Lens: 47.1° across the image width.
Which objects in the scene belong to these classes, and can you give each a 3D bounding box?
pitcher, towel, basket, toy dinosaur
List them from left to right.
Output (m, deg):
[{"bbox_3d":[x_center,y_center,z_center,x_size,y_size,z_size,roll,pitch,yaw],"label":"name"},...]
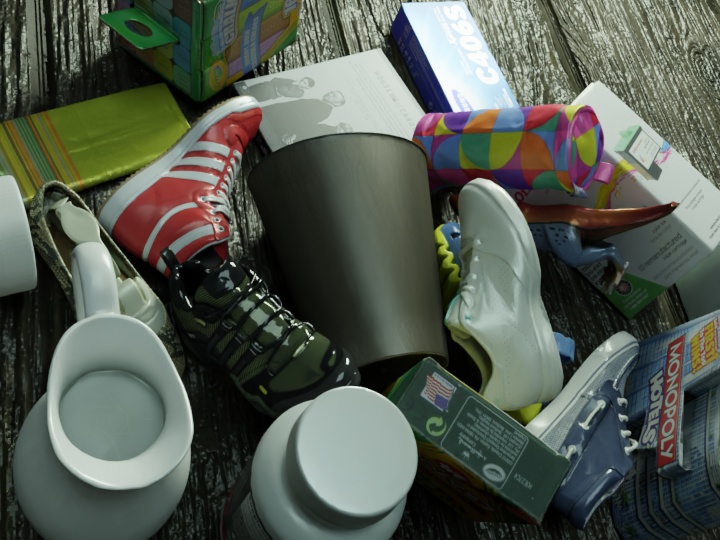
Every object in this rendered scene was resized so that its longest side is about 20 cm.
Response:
[{"bbox_3d":[-0.254,-0.117,0.776,0.198,0.018,0.087,-25,78,-32],"label":"towel"},{"bbox_3d":[-0.176,0.095,0.565,0.119,0.201,0.174,-4,61,-23],"label":"pitcher"},{"bbox_3d":[0.000,0.000,0.738,0.177,0.136,0.204,-3,65,-23],"label":"basket"},{"bbox_3d":[0.182,-0.051,0.828,0.180,0.202,0.105,35,29,4],"label":"toy dinosaur"}]

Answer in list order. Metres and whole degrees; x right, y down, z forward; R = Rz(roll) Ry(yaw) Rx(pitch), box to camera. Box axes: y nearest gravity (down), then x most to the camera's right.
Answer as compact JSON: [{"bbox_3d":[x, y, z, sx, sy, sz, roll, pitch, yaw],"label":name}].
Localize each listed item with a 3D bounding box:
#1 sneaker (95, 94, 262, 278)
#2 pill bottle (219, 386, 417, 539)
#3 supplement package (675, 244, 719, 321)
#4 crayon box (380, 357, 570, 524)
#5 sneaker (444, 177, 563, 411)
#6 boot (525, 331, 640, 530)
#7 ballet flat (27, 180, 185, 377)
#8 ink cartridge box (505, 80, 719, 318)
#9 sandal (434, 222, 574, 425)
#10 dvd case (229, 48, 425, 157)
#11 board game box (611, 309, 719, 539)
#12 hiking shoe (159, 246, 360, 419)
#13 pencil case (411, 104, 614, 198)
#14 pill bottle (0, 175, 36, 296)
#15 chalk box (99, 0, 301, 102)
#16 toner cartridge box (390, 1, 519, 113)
[{"bbox_3d":[-0.133,-0.072,0.761,0.112,0.072,0.200,38,62,9],"label":"sneaker"},{"bbox_3d":[-0.031,0.159,0.584,0.108,0.201,0.113,10,57,-15],"label":"pill bottle"},{"bbox_3d":[0.444,-0.009,0.872,0.115,0.201,0.119,1,60,-20],"label":"supplement package"},{"bbox_3d":[0.068,0.141,0.648,0.126,0.200,0.051,36,72,3],"label":"crayon box"},{"bbox_3d":[0.107,0.020,0.710,0.087,0.075,0.204,-11,78,-16],"label":"sneaker"},{"bbox_3d":[0.222,0.145,0.762,0.090,0.073,0.199,35,61,28],"label":"boot"},{"bbox_3d":[-0.212,0.007,0.680,0.067,0.076,0.201,-31,76,-34],"label":"ballet flat"},{"bbox_3d":[0.267,-0.073,0.874,0.200,0.145,0.084,45,55,9],"label":"ink cartridge box"},{"bbox_3d":[0.134,0.040,0.788,0.086,0.080,0.202,-28,82,-9],"label":"sandal"},{"bbox_3d":[-0.021,-0.159,0.886,0.197,0.025,0.152,-21,70,-31],"label":"dvd case"},{"bbox_3d":[0.301,0.123,0.737,0.061,0.201,0.202,26,54,-5],"label":"board game box"},{"bbox_3d":[-0.088,0.047,0.645,0.198,0.102,0.076,20,57,35],"label":"hiking shoe"},{"bbox_3d":[0.144,-0.117,0.822,0.197,0.090,0.088,9,42,40],"label":"pencil case"},{"bbox_3d":[-0.353,-0.010,0.614,0.197,0.110,0.111,-14,66,-28],"label":"pill bottle"},{"bbox_3d":[-0.164,-0.265,0.823,0.124,0.125,0.200,38,55,15],"label":"chalk box"},{"bbox_3d":[0.115,-0.225,0.968,0.093,0.043,0.203,-12,66,-26],"label":"toner cartridge box"}]
